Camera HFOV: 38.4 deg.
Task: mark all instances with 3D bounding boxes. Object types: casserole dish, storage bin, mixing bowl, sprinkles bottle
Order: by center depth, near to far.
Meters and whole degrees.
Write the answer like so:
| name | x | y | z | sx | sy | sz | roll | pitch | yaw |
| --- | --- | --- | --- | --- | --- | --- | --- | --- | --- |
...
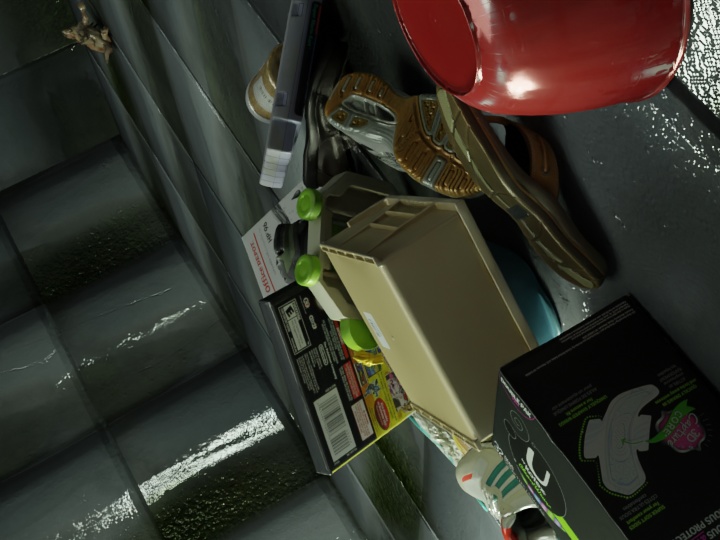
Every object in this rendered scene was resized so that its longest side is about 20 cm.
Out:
| name | x | y | z | sx | sy | sz | roll | pitch | yaw |
| --- | --- | --- | --- | --- | --- | --- | --- | --- | --- |
| mixing bowl | 0.087 | -0.169 | 0.615 | 0.200 | 0.108 | 0.200 | 56 | 166 | 21 |
| storage bin | 0.066 | 0.041 | 0.961 | 0.200 | 0.094 | 0.199 | 60 | 168 | -14 |
| casserole dish | 0.126 | 0.030 | 1.013 | 0.121 | 0.039 | 0.200 | 65 | 165 | -20 |
| sprinkles bottle | -0.094 | -0.224 | 1.245 | 0.068 | 0.068 | 0.200 | 63 | 168 | -6 |

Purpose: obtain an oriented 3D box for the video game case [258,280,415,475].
| name | x | y | z | sx | sy | sz | roll | pitch | yaw |
| --- | --- | --- | --- | --- | --- | --- | --- | --- | --- |
| video game case | -0.008 | 0.088 | 1.113 | 0.025 | 0.181 | 0.200 | -1 | 112 | 48 |

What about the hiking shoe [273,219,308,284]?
| name | x | y | z | sx | sy | sz | roll | pitch | yaw |
| --- | --- | --- | --- | --- | --- | --- | --- | --- | --- |
| hiking shoe | -0.018 | 0.024 | 1.176 | 0.200 | 0.100 | 0.076 | 61 | -159 | -25 |

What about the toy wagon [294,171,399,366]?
| name | x | y | z | sx | sy | sz | roll | pitch | yaw |
| --- | --- | --- | --- | --- | --- | --- | --- | --- | --- |
| toy wagon | 0.000 | 0.000 | 1.078 | 0.040 | 0.155 | 0.201 | -13 | 71 | 50 |

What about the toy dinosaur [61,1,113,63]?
| name | x | y | z | sx | sy | sz | roll | pitch | yaw |
| --- | --- | --- | --- | --- | --- | --- | --- | --- | --- |
| toy dinosaur | -0.704 | -0.613 | 2.730 | 0.200 | 0.086 | 0.136 | 41 | 172 | 14 |

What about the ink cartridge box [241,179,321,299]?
| name | x | y | z | sx | sy | sz | roll | pitch | yaw |
| --- | --- | --- | --- | --- | --- | --- | --- | --- | --- |
| ink cartridge box | -0.073 | -0.024 | 1.277 | 0.068 | 0.200 | 0.116 | 13 | -135 | -47 |

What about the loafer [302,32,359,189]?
| name | x | y | z | sx | sy | sz | roll | pitch | yaw |
| --- | --- | --- | --- | --- | --- | --- | --- | --- | --- |
| loafer | -0.024 | -0.172 | 1.133 | 0.200 | 0.071 | 0.073 | 96 | 178 | -50 |

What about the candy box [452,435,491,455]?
| name | x | y | z | sx | sy | sz | roll | pitch | yaw |
| --- | --- | --- | --- | --- | --- | --- | --- | --- | --- |
| candy box | 0.133 | 0.145 | 1.179 | 0.115 | 0.055 | 0.200 | 43 | 156 | 56 |

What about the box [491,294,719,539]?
| name | x | y | z | sx | sy | sz | roll | pitch | yaw |
| --- | --- | --- | --- | --- | --- | --- | --- | --- | --- |
| box | 0.206 | 0.152 | 0.780 | 0.200 | 0.124 | 0.149 | 55 | 166 | 30 |

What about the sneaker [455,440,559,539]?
| name | x | y | z | sx | sy | sz | roll | pitch | yaw |
| --- | --- | --- | --- | --- | --- | --- | --- | --- | --- |
| sneaker | 0.158 | 0.239 | 1.078 | 0.200 | 0.093 | 0.070 | 0 | 125 | 50 |

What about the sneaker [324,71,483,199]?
| name | x | y | z | sx | sy | sz | roll | pitch | yaw |
| --- | --- | --- | --- | --- | --- | --- | --- | --- | --- |
| sneaker | 0.059 | -0.118 | 0.936 | 0.200 | 0.076 | 0.088 | 39 | -175 | 38 |

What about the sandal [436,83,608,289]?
| name | x | y | z | sx | sy | sz | roll | pitch | yaw |
| --- | --- | --- | --- | --- | --- | --- | --- | --- | --- |
| sandal | 0.128 | -0.072 | 0.789 | 0.200 | 0.054 | 0.080 | 48 | 174 | -7 |

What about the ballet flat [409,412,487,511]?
| name | x | y | z | sx | sy | sz | roll | pitch | yaw |
| --- | --- | --- | --- | --- | --- | --- | --- | --- | --- |
| ballet flat | 0.126 | 0.211 | 1.306 | 0.200 | 0.072 | 0.072 | 50 | 164 | 15 |

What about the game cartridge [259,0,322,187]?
| name | x | y | z | sx | sy | sz | roll | pitch | yaw |
| --- | --- | --- | --- | --- | --- | --- | --- | --- | --- |
| game cartridge | -0.071 | -0.197 | 1.070 | 0.130 | 0.038 | 0.201 | 142 | 138 | -73 |
